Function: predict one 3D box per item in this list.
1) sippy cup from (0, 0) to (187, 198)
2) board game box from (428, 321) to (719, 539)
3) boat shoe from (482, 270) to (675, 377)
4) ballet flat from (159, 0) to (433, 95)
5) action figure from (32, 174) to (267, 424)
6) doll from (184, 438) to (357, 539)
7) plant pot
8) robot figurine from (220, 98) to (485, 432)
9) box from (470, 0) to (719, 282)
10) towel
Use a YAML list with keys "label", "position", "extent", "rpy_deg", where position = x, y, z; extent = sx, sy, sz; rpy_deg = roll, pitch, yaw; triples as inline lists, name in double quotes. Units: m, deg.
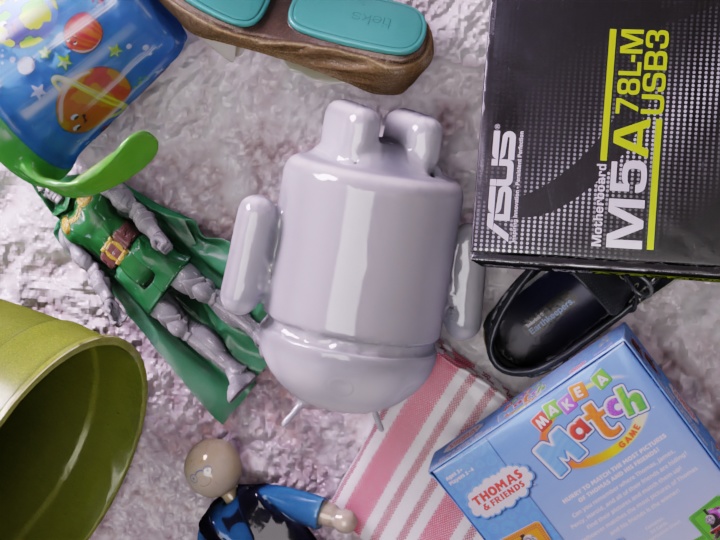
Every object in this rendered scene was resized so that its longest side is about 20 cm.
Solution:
- label: "sippy cup"
  position: [-0.185, -0.144, 1.081]
  extent: [0.130, 0.140, 0.179]
  rpy_deg: [-34, 102, 9]
- label: "board game box"
  position: [0.161, 0.154, 1.059]
  extent: [0.151, 0.037, 0.201]
  rpy_deg: [-35, 99, 19]
- label: "boat shoe"
  position: [0.149, -0.004, 1.047]
  extent: [0.200, 0.062, 0.075]
  rpy_deg: [-44, 87, 19]
- label: "ballet flat"
  position: [-0.051, -0.153, 1.067]
  extent: [0.198, 0.068, 0.073]
  rpy_deg: [17, 150, 4]
- label: "action figure"
  position: [-0.139, -0.001, 1.138]
  extent: [0.200, 0.055, 0.119]
  rpy_deg: [40, 111, 7]
- label: "doll"
  position: [-0.052, 0.199, 1.160]
  extent: [0.136, 0.048, 0.201]
  rpy_deg: [-35, 87, 31]
- label: "plant pot"
  position: [-0.276, 0.092, 1.139]
  extent: [0.192, 0.200, 0.202]
  rpy_deg: [27, 109, 20]
- label: "robot figurine"
  position: [0.000, 0.000, 1.057]
  extent: [0.167, 0.113, 0.203]
  rpy_deg: [8, 98, -14]
- label: "box"
  position: [0.166, -0.097, 0.998]
  extent: [0.191, 0.047, 0.203]
  rpy_deg: [5, 85, 13]
- label: "towel"
  position: [0.090, 0.154, 1.122]
  extent: [0.199, 0.030, 0.147]
  rpy_deg: [34, 110, 9]
